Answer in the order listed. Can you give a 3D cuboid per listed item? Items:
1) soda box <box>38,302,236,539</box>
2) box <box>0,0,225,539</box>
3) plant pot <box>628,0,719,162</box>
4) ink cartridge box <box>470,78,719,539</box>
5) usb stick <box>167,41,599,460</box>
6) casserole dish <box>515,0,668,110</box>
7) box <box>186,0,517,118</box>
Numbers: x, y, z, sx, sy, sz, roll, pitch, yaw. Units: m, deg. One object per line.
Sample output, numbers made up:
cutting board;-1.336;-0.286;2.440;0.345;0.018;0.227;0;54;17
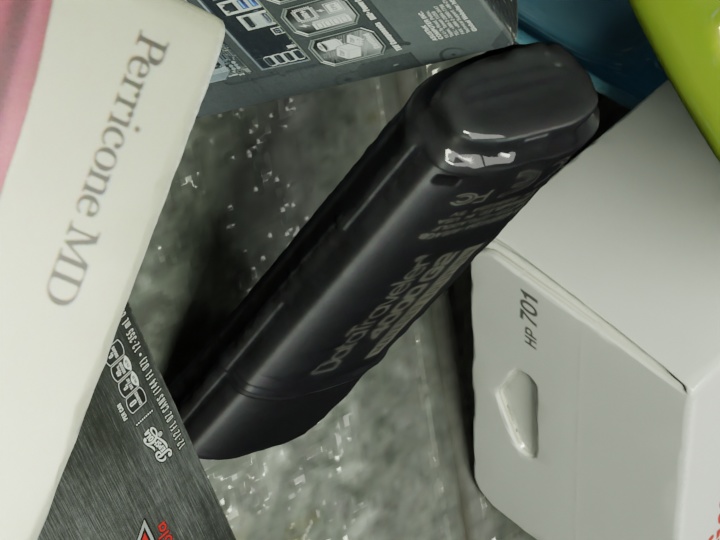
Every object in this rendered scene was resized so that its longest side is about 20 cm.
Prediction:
soda box;-0.074;0.081;0.767;0.063;0.071;0.200;-39;127;-25
box;-0.149;-0.030;0.550;0.200;0.109;0.128;24;82;-30
plant pot;0.147;-0.115;0.693;0.199;0.182;0.200;-44;169;14
ink cartridge box;0.132;-0.005;0.875;0.200;0.086;0.147;-41;152;-23
usb stick;0.000;0.000;0.743;0.055;0.200;0.033;-15;73;-29
casserole dish;0.064;-0.123;0.837;0.200;0.039;0.121;26;88;-42
box;-0.073;-0.103;0.627;0.200;0.157;0.051;47;37;-50
